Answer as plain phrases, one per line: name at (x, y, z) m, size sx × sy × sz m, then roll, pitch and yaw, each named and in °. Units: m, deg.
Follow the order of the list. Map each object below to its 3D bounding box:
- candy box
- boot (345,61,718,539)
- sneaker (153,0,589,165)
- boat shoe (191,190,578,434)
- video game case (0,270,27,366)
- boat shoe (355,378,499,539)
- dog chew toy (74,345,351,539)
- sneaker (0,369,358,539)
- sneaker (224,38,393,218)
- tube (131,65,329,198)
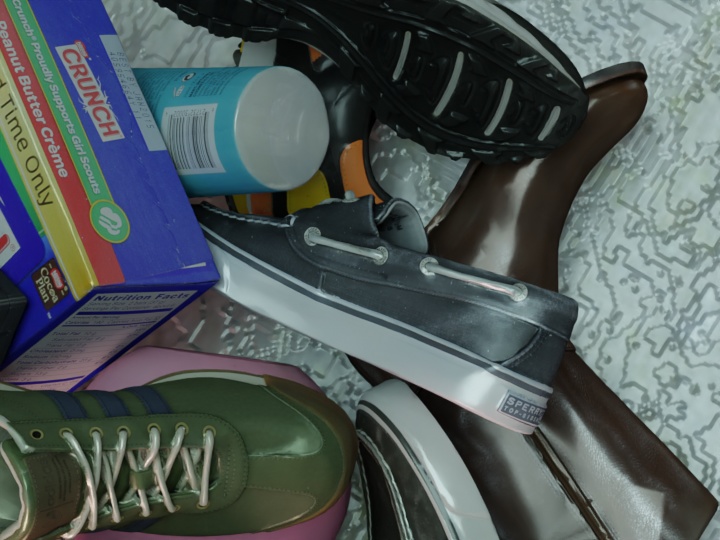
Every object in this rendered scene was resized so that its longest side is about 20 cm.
candy box at (-0.173, -0.023, 0.975) m, size 0.200 × 0.077 × 0.169 m, roll -36°, pitch 71°, yaw 37°
boot at (0.101, 0.038, 0.961) m, size 0.186 × 0.064 × 0.200 m, roll -41°, pitch 70°, yaw 14°
sneaker at (0.009, -0.115, 0.942) m, size 0.200 × 0.074 × 0.079 m, roll 29°, pitch 41°, yaw 7°
boat shoe at (0.000, 0.000, 0.935) m, size 0.200 × 0.072 × 0.068 m, roll 23°, pitch 89°, yaw 34°
video game case at (-0.236, 0.027, 0.968) m, size 0.200 × 0.025 × 0.181 m, roll 42°, pitch 120°, yaw 29°
boat shoe at (0.029, 0.145, 0.930) m, size 0.064 × 0.071 × 0.200 m, roll -20°, pitch 87°, yaw -15°
dog chew toy at (-0.073, 0.135, 0.951) m, size 0.124 × 0.125 × 0.200 m, roll 8°, pitch 88°, yaw 13°
sneaker at (-0.105, 0.078, 0.844) m, size 0.200 × 0.090 × 0.067 m, roll 4°, pitch 105°, yaw 5°
sneaker at (-0.006, -0.116, 1.017) m, size 0.090 × 0.070 × 0.200 m, roll 8°, pitch 84°, yaw 6°
tube at (-0.097, -0.059, 0.990) m, size 0.200 × 0.050 × 0.078 m, roll 2°, pitch 71°, yaw 48°
